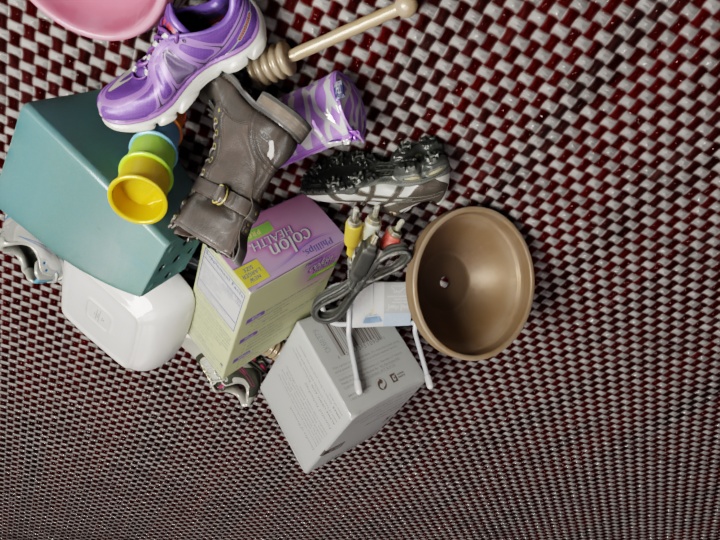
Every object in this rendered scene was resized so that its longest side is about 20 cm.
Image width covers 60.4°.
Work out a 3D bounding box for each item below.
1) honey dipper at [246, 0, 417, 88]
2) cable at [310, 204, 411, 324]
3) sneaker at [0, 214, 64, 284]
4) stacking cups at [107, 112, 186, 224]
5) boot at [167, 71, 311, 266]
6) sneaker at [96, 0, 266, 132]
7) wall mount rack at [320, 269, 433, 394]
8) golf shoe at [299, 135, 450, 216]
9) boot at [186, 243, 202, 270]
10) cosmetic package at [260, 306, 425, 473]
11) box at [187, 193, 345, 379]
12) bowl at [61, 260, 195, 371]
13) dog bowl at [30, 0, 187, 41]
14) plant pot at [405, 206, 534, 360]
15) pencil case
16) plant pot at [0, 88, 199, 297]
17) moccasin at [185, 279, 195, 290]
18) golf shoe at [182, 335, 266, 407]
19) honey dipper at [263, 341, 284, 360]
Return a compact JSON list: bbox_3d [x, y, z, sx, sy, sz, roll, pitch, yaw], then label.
[{"bbox_3d":[-0.031,-0.245,0.658,0.195,0.039,0.038,-14,135,21],"label":"honey dipper"},{"bbox_3d":[0.000,0.000,0.827,0.094,0.051,0.202,14,136,-18],"label":"cable"},{"bbox_3d":[-0.458,-0.004,0.932,0.074,0.088,0.200,-25,131,27],"label":"sneaker"},{"bbox_3d":[-0.222,-0.137,0.680,0.058,0.203,0.062,-1,133,-1],"label":"stacking cups"},{"bbox_3d":[-0.156,-0.116,0.666,0.177,0.198,0.069,-58,145,0],"label":"boot"},{"bbox_3d":[-0.192,-0.223,0.627,0.198,0.082,0.084,-35,153,3],"label":"sneaker"},{"bbox_3d":[0.041,0.082,0.907,0.194,0.180,0.074,0,-177,-20],"label":"wall mount rack"},{"bbox_3d":[0.020,-0.103,0.790,0.194,0.079,0.096,-6,137,13],"label":"golf shoe"},{"bbox_3d":[-0.289,-0.020,0.884,0.197,0.077,0.170,30,133,3],"label":"boot"},{"bbox_3d":[-0.033,0.179,0.985,0.162,0.167,0.202,-17,152,-38],"label":"cosmetic package"},{"bbox_3d":[-0.134,0.021,0.850,0.097,0.174,0.202,45,138,16],"label":"box"},{"bbox_3d":[-0.330,0.041,0.843,0.198,0.075,0.201,40,133,3],"label":"bowl"},{"bbox_3d":[-0.254,-0.316,0.589,0.193,0.075,0.203,2,138,2],"label":"dog bowl"},{"bbox_3d":[0.138,0.016,0.861,0.197,0.206,0.092,27,170,-23],"label":"plant pot"},{"bbox_3d":[-0.082,-0.159,0.732,0.195,0.088,0.083,-18,170,27],"label":"pencil case"},{"bbox_3d":[-0.284,-0.081,0.721,0.199,0.141,0.142,42,121,1],"label":"plant pot"},{"bbox_3d":[-0.241,0.062,0.979,0.195,0.074,0.080,4,115,-1],"label":"moccasin"},{"bbox_3d":[-0.249,0.159,1.085,0.076,0.090,0.199,-30,126,34],"label":"golf shoe"},{"bbox_3d":[-0.107,0.168,1.125,0.038,0.039,0.198,-31,131,32],"label":"honey dipper"}]
